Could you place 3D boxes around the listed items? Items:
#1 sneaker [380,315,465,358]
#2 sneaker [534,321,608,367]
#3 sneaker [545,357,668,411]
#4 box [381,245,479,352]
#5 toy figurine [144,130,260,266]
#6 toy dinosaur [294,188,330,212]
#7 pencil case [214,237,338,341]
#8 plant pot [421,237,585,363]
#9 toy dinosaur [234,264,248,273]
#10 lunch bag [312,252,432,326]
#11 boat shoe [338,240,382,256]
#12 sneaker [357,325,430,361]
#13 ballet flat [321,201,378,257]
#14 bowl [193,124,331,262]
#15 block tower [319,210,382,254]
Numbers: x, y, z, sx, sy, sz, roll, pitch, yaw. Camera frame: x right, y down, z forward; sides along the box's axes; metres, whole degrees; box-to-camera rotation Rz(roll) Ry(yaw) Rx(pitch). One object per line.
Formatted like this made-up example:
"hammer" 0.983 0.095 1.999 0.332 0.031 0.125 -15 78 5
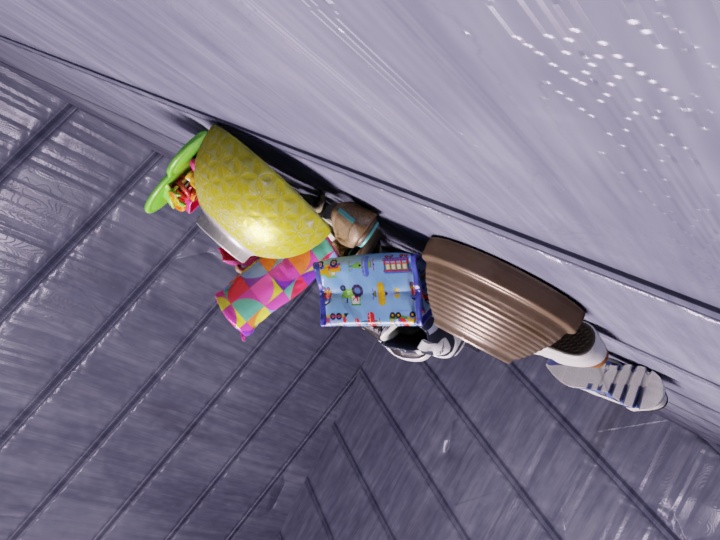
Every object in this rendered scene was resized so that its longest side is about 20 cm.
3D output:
"sneaker" 0.061 0.065 0.881 0.129 0.080 0.199 5 -144 -51
"sneaker" 0.244 0.089 0.777 0.084 0.073 0.199 34 174 -40
"sneaker" 0.415 0.184 0.930 0.115 0.081 0.199 31 175 -40
"box" 0.132 0.051 1.083 0.199 0.105 0.182 28 178 -22
"toy figurine" -0.204 -0.092 0.857 0.184 0.151 0.200 43 151 -9
"toy dinosaur" -0.069 -0.094 0.870 0.088 0.048 0.200 35 173 -26
"pencil case" -0.126 0.012 0.849 0.089 0.200 0.088 49 175 6
"plant pot" 0.151 0.046 0.667 0.199 0.093 0.201 28 180 0
"toy dinosaur" -0.133 -0.010 0.964 0.134 0.086 0.201 13 -138 6
"lunch bag" 0.047 0.013 0.812 0.149 0.095 0.200 -3 -173 26
"boat shoe" 0.006 0.000 0.994 0.074 0.076 0.202 -2 -165 16
"sneaker" 0.033 0.097 1.015 0.199 0.074 0.112 29 180 41
"ballet flat" -0.021 -0.060 0.774 0.072 0.068 0.200 36 177 -2
"bowl" -0.145 -0.076 0.718 0.200 0.108 0.200 41 177 2
"block tower" -0.039 -0.069 0.971 0.057 0.054 0.200 27 179 -29
